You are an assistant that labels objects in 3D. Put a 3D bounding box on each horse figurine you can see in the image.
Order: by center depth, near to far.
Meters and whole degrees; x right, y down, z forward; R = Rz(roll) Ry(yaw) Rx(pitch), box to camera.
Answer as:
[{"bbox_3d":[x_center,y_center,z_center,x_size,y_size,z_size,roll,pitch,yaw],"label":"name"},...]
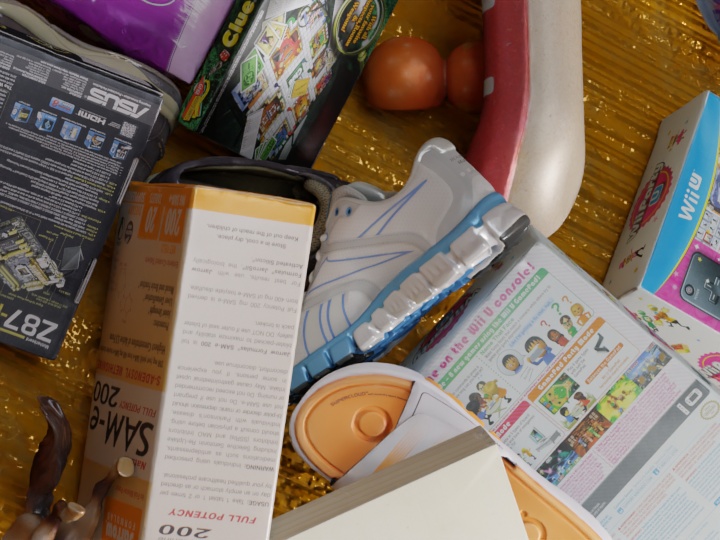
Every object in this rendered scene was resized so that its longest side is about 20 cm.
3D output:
[{"bbox_3d":[-0.165,0.172,1.508,0.050,0.133,0.200,14,62,-24],"label":"horse figurine"}]

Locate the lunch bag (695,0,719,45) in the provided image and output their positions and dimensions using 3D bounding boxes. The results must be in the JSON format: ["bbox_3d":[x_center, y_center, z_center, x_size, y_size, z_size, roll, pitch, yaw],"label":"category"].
[{"bbox_3d":[0.304,-0.227,1.843,0.169,0.127,0.200,3,80,-22],"label":"lunch bag"}]

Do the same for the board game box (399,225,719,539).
[{"bbox_3d":[0.124,0.094,1.649,0.200,0.064,0.148,41,98,-9],"label":"board game box"}]

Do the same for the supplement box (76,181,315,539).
[{"bbox_3d":[-0.091,0.056,1.540,0.073,0.126,0.200,8,89,-22],"label":"supplement box"}]

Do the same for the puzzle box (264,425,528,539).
[{"bbox_3d":[0.036,0.194,1.565,0.133,0.025,0.200,-24,120,-9],"label":"puzzle box"}]

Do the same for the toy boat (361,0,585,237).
[{"bbox_3d":[0.066,-0.112,1.714,0.131,0.131,0.200,-2,72,6],"label":"toy boat"}]

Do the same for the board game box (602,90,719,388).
[{"bbox_3d":[0.259,0.005,1.785,0.200,0.064,0.148,28,64,-14],"label":"board game box"}]

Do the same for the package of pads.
[{"bbox_3d":[-0.104,-0.218,1.636,0.120,0.076,0.200,30,91,-15],"label":"package of pads"}]

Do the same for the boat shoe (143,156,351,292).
[{"bbox_3d":[-0.031,-0.024,1.656,0.200,0.065,0.072,12,70,-21],"label":"boat shoe"}]

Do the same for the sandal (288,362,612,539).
[{"bbox_3d":[0.058,0.124,1.584,0.207,0.059,0.079,32,102,-7],"label":"sandal"}]

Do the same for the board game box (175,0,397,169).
[{"bbox_3d":[-0.023,-0.155,1.649,0.105,0.023,0.200,26,92,-48],"label":"board game box"}]

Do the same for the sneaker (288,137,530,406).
[{"bbox_3d":[0.000,0.000,1.610,0.087,0.200,0.075,54,24,10],"label":"sneaker"}]

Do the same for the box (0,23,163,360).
[{"bbox_3d":[-0.226,-0.059,1.546,0.200,0.049,0.161,20,96,-18],"label":"box"}]

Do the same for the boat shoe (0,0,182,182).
[{"bbox_3d":[-0.194,-0.101,1.599,0.200,0.074,0.073,21,67,-17],"label":"boat shoe"}]
